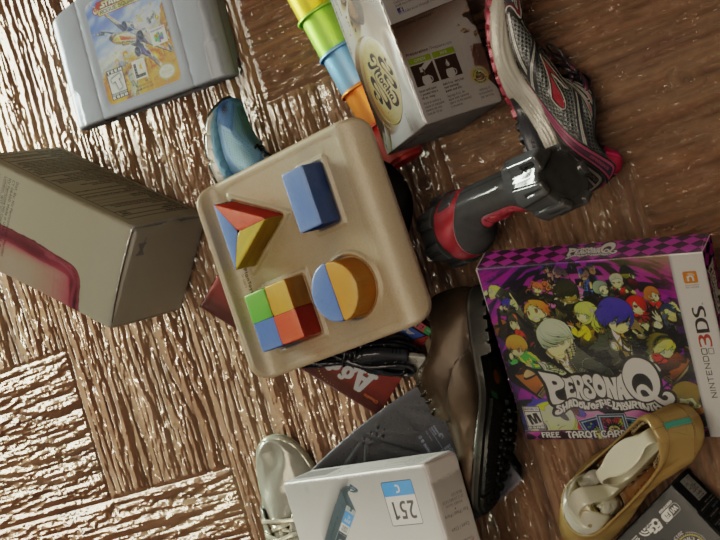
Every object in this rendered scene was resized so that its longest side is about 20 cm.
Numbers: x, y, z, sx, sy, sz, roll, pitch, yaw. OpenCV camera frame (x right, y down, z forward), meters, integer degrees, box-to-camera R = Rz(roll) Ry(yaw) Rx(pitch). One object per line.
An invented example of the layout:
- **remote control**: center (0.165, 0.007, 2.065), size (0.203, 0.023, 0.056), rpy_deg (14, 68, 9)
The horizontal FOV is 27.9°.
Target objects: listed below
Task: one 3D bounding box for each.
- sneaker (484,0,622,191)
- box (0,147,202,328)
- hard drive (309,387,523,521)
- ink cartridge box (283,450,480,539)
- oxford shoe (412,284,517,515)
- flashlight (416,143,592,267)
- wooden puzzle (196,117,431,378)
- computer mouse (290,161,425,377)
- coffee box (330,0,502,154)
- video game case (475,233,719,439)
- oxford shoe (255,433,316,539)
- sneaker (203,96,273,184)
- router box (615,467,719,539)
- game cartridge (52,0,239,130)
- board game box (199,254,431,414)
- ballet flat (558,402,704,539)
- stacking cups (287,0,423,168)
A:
- **sneaker**: center (0.159, -0.160, 1.243), size (0.074, 0.081, 0.201), rpy_deg (-21, 101, 13)
- **box**: center (-0.279, -0.037, 1.463), size (0.199, 0.128, 0.110), rpy_deg (25, 108, 23)
- **hard drive**: center (0.051, 0.194, 1.367), size (0.200, 0.042, 0.135), rpy_deg (-40, 78, 26)
- **ink cartridge box**: center (0.030, 0.261, 1.310), size (0.199, 0.045, 0.178), rpy_deg (-17, 91, 48)
- **oxford shoe**: center (0.092, 0.115, 1.289), size (0.084, 0.073, 0.202), rpy_deg (-6, 81, 26)
- **flashlight**: center (0.122, -0.052, 1.230), size (0.200, 0.067, 0.069), rpy_deg (-20, 84, 60)
- **wooden puzzle**: center (-0.052, -0.015, 1.275), size (0.199, 0.046, 0.187), rpy_deg (-22, 85, 34)
- **computer mouse**: center (0.000, 0.000, 1.311), size (0.137, 0.053, 0.202), rpy_deg (7, 100, 2)
- **coffee box**: center (0.039, -0.217, 1.266), size (0.202, 0.079, 0.113), rpy_deg (70, 162, 2)
- **video game case**: center (0.214, 0.061, 1.229), size (0.198, 0.036, 0.183), rpy_deg (-4, 118, 28)
- **oxford shoe**: center (-0.066, 0.262, 1.433), size (0.075, 0.058, 0.202), rpy_deg (-11, 90, 31)
- **sneaker**: center (-0.076, -0.081, 1.389), size (0.090, 0.078, 0.201), rpy_deg (-28, 92, 19)
- **router box**: center (0.267, 0.295, 1.254), size (0.150, 0.062, 0.200), rpy_deg (44, 115, 14)
- **game cartridge**: center (-0.220, -0.231, 1.457), size (0.199, 0.041, 0.134), rpy_deg (-15, 94, 29)
- **board game box**: center (-0.041, 0.042, 1.362), size (0.199, 0.019, 0.103), rpy_deg (31, 108, -3)
- **ballet flat**: center (0.213, 0.178, 1.242), size (0.200, 0.063, 0.069), rpy_deg (-56, 51, 38)
- **stacking cups**: center (-0.005, -0.188, 1.341), size (0.060, 0.060, 0.201), rpy_deg (-29, 88, 28)
